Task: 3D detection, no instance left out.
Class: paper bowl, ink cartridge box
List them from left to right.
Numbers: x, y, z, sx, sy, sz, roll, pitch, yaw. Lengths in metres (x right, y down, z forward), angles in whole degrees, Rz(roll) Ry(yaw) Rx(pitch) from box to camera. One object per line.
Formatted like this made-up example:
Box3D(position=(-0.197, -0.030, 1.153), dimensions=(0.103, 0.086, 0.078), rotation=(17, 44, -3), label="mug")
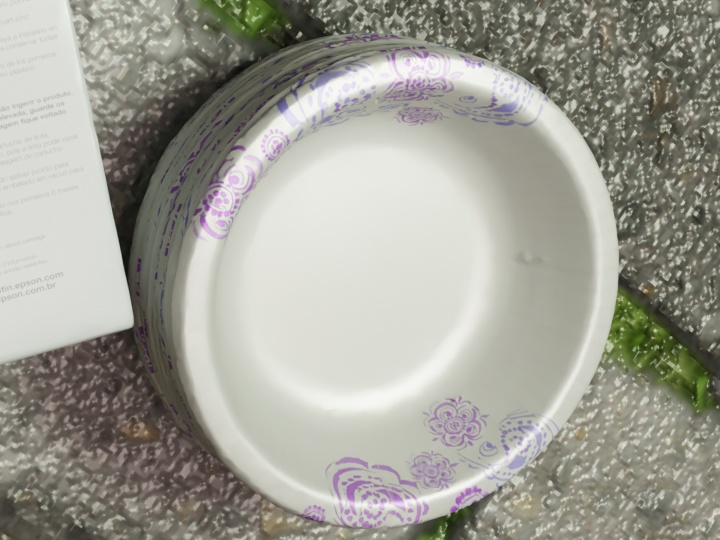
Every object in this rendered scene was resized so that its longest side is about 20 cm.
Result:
Box3D(position=(-0.198, -0.049, 0.776), dimensions=(0.196, 0.043, 0.200), rotation=(-15, 106, -18), label="ink cartridge box")
Box3D(position=(0.000, 0.000, 0.886), dimensions=(0.200, 0.104, 0.201), rotation=(-6, 105, -24), label="paper bowl")
